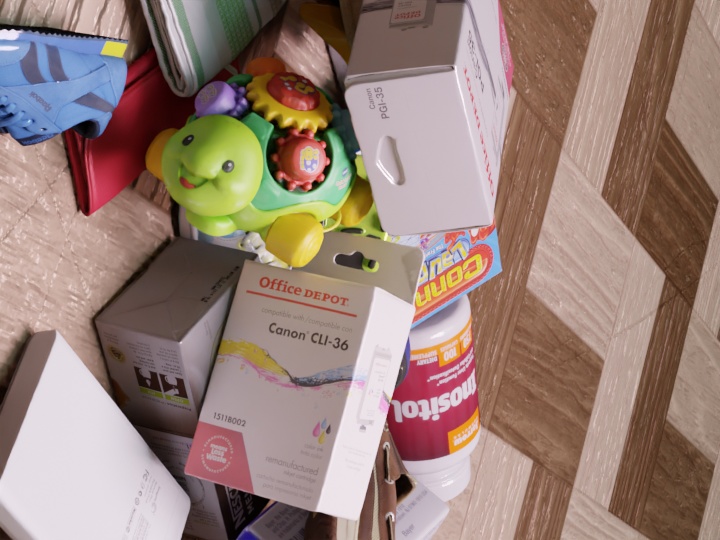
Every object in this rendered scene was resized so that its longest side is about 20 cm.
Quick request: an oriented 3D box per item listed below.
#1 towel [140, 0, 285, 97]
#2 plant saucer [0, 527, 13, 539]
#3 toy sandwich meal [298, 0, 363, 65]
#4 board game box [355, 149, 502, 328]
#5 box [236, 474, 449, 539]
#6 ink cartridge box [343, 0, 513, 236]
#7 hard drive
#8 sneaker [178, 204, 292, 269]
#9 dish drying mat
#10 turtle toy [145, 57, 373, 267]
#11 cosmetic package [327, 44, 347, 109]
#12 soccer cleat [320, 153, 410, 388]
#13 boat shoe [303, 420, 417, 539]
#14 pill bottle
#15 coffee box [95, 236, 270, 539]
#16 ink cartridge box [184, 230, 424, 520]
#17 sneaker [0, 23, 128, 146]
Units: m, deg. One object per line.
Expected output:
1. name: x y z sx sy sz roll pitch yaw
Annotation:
1. towel: -0.104 -0.235 1.332 0.200 0.031 0.150 -54 138 -47
2. plant saucer: -0.223 0.235 1.272 0.200 0.032 0.201 -30 124 -57
3. toy sandwich meal: 0.003 -0.238 1.440 0.205 0.070 0.206 3 90 -66
4. board game box: 0.019 -0.042 1.544 0.200 0.056 0.196 -32 131 -25
5. box: -0.050 0.257 1.452 0.184 0.105 0.200 -35 161 -55
6. ink cartridge box: 0.054 -0.142 1.334 0.200 0.082 0.147 -79 159 -48
7. hard drive: -0.186 0.154 1.258 0.200 0.027 0.132 59 34 -41
8. sneaker: -0.061 -0.001 1.399 0.080 0.130 0.201 -49 141 -43
9. dish drying mat: -0.145 -0.120 1.315 0.200 0.018 0.077 -49 141 -47
10. turtle toy: -0.071 -0.081 1.279 0.200 0.146 0.101 -39 158 -53
11. cosmetic package: 0.040 -0.153 1.617 0.102 0.074 0.200 -59 145 -35
12. soccer cleat: -0.001 0.000 1.474 0.084 0.064 0.201 -95 176 -72
13. boat shoe: 0.003 0.155 1.374 0.075 0.075 0.203 128 -24 -48
14. pill bottle: 0.053 0.112 1.689 0.113 0.113 0.201 -49 140 -47
15. coffee box: -0.117 0.092 1.374 0.114 0.079 0.201 -48 140 -43
16. ink cartridge box: -0.037 0.064 1.302 0.067 0.116 0.201 27 76 -59
17. sneaker: -0.211 -0.114 1.131 0.200 0.066 0.079 -3 106 -64
